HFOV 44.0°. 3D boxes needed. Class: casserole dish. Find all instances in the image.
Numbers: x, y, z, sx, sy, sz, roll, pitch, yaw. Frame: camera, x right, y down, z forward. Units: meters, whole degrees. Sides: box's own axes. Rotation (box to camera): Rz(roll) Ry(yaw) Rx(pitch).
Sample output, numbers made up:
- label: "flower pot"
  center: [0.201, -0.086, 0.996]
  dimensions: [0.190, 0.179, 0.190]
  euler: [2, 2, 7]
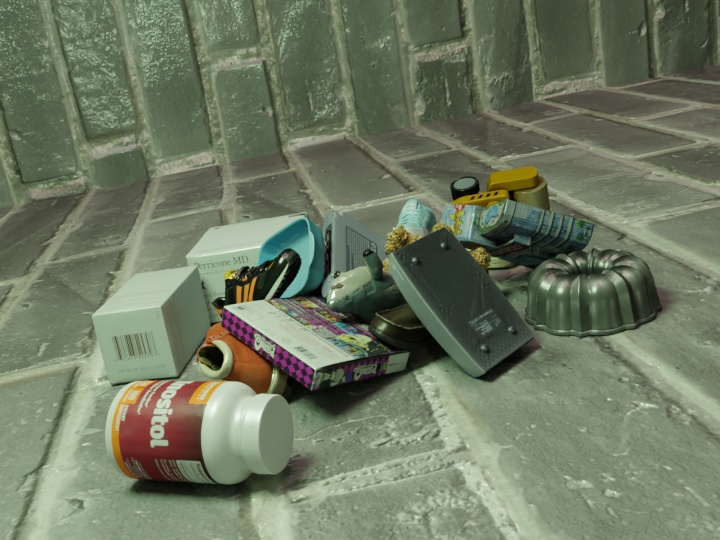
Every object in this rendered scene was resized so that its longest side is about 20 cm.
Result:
- label: "casserole dish"
  center: [-0.108, -0.006, 1.388]
  dimensions: [0.038, 0.123, 0.199]
  euler: [10, -21, -31]

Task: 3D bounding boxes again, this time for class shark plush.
- label: "shark plush"
  center: [0.033, 0.053, 1.296]
  dimensions: [0.090, 0.199, 0.085]
  euler: [-23, 49, 37]

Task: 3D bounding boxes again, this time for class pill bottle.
- label: "pill bottle"
  center: [-0.181, 0.183, 1.014]
  dimensions: [0.197, 0.115, 0.113]
  euler: [-3, 18, 23]

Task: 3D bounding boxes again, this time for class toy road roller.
- label: "toy road roller"
  center: [0.261, -0.100, 1.677]
  dimensions: [0.196, 0.125, 0.147]
  euler: [-9, 30, 10]

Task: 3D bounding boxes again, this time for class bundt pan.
- label: "bundt pan"
  center: [0.333, 0.023, 1.299]
  dimensions: [0.198, 0.077, 0.202]
  euler: [-10, 17, 3]

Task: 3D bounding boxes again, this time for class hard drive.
- label: "hard drive"
  center: [0.132, 0.043, 1.204]
  dimensions: [0.134, 0.201, 0.042]
  euler: [-25, -19, -42]

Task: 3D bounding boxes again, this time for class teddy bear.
- label: "teddy bear"
  center: [0.116, 0.000, 1.362]
  dimensions: [0.147, 0.198, 0.067]
  euler: [-62, 23, -10]

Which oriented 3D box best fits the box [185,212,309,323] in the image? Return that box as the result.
- label: "box"
  center: [-0.188, -0.007, 1.605]
  dimensions: [0.195, 0.133, 0.200]
  euler: [-8, 17, 7]

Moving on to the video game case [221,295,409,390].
- label: "video game case"
  center: [-0.062, 0.092, 1.215]
  dimensions: [0.180, 0.036, 0.199]
  euler: [-6, 26, -46]

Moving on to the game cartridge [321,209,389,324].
- label: "game cartridge"
  center: [0.000, 0.000, 1.401]
  dimensions: [0.132, 0.041, 0.202]
  euler: [27, 35, -21]

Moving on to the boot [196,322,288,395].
- label: "boot"
  center: [-0.186, 0.110, 1.227]
  dimensions: [0.106, 0.076, 0.199]
  euler: [22, 3, -34]

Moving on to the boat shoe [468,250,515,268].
- label: "boat shoe"
  center: [0.186, -0.039, 1.599]
  dimensions: [0.197, 0.066, 0.072]
  euler: [-3, 18, 24]

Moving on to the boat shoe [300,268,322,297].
- label: "boat shoe"
  center: [-0.028, -0.011, 1.471]
  dimensions: [0.073, 0.064, 0.201]
  euler: [-4, 18, 37]

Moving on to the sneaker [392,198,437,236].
- label: "sneaker"
  center: [0.085, -0.079, 1.527]
  dimensions: [0.073, 0.083, 0.200]
  euler: [-18, -3, 14]

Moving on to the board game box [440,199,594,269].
- label: "board game box"
  center: [0.234, -0.060, 1.417]
  dimensions: [0.196, 0.063, 0.200]
  euler: [13, -7, -11]

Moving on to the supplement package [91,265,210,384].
- label: "supplement package"
  center: [-0.327, 0.083, 1.420]
  dimensions: [0.115, 0.119, 0.200]
  euler: [-8, 17, 9]

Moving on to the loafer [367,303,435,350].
- label: "loafer"
  center: [0.090, 0.059, 1.252]
  dimensions: [0.198, 0.073, 0.073]
  euler: [-8, 27, -44]

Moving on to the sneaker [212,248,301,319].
- label: "sneaker"
  center: [-0.164, 0.023, 1.331]
  dimensions: [0.201, 0.090, 0.070]
  euler: [-52, -3, 42]
